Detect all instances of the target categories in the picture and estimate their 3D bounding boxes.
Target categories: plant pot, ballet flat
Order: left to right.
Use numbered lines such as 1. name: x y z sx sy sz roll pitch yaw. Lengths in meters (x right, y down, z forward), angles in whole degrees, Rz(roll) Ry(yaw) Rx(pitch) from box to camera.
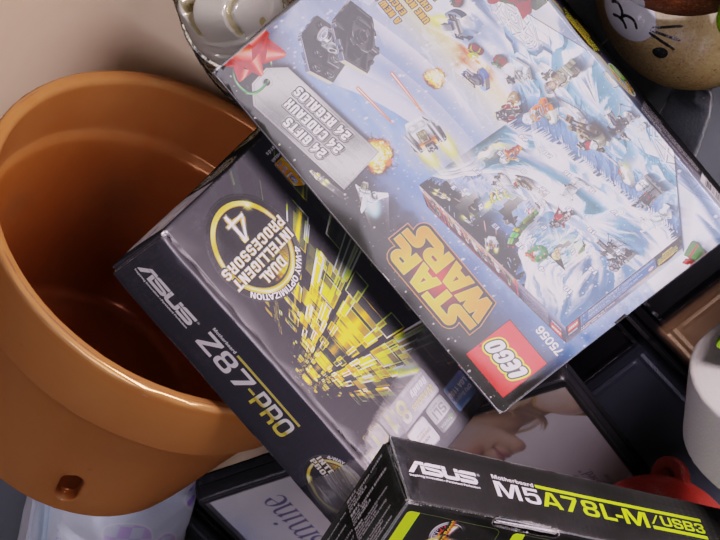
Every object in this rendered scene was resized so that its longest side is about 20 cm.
1. plant pot: -0.111 0.025 1.340 0.200 0.200 0.140 33 131 -3
2. ballet flat: -0.064 -0.157 1.305 0.068 0.075 0.200 -1 112 13

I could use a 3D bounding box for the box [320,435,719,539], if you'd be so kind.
1. box: 0.054 0.173 1.258 0.193 0.048 0.200 14 125 -25

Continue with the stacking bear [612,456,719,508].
1. stacking bear: 0.106 0.178 1.381 0.114 0.121 0.200 14 129 -35

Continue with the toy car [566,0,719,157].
1. toy car: 0.138 -0.127 1.246 0.164 0.158 0.200 51 140 18

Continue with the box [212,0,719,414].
1. box: 0.051 -0.056 1.230 0.137 0.040 0.200 -38 95 15

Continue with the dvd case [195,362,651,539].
1. dvd case: 0.038 0.113 1.390 0.200 0.018 0.143 -19 140 19

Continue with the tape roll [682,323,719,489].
1. tape roll: 0.247 0.066 1.265 0.203 0.203 0.037 6 113 9

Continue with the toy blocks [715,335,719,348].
1. toy blocks: 0.241 -0.057 1.257 0.100 0.137 0.200 30 122 -4

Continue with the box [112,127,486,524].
1. box: 0.000 0.000 1.286 0.161 0.200 0.049 51 135 -8

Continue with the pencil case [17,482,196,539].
1. pencil case: -0.146 0.162 1.450 0.091 0.083 0.200 4 118 -30
